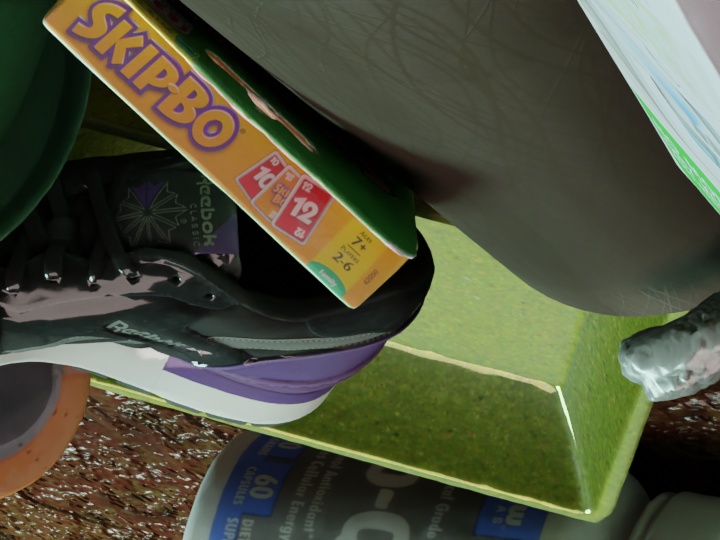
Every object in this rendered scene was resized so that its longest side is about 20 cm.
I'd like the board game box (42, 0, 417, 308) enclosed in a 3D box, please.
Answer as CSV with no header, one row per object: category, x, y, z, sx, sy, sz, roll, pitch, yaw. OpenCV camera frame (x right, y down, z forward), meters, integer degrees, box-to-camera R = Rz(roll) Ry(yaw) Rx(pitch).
board game box,-0.028,-0.046,0.730,0.096,0.030,0.200,43,-174,-7

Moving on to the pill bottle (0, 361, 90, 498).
pill bottle,-0.158,0.015,0.926,0.106,0.106,0.200,34,172,-32

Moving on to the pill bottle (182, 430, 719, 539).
pill bottle,0.044,0.121,1.084,0.200,0.114,0.114,4,152,24

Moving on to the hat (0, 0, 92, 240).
hat,-0.086,-0.101,0.657,0.200,0.166,0.176,28,149,-36

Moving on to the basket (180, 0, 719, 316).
basket,0.034,-0.079,0.658,0.180,0.136,0.200,40,179,38

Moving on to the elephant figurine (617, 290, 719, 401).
elephant figurine,0.197,0.025,0.683,0.200,0.155,0.142,0,135,-46

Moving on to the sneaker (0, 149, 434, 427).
sneaker,-0.075,-0.012,0.806,0.200,0.076,0.088,7,157,-29

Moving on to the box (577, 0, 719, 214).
box,0.124,-0.097,0.489,0.097,0.200,0.177,54,-179,39

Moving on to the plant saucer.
plant saucer,0.000,0.000,0.940,0.199,0.048,0.200,15,155,3
